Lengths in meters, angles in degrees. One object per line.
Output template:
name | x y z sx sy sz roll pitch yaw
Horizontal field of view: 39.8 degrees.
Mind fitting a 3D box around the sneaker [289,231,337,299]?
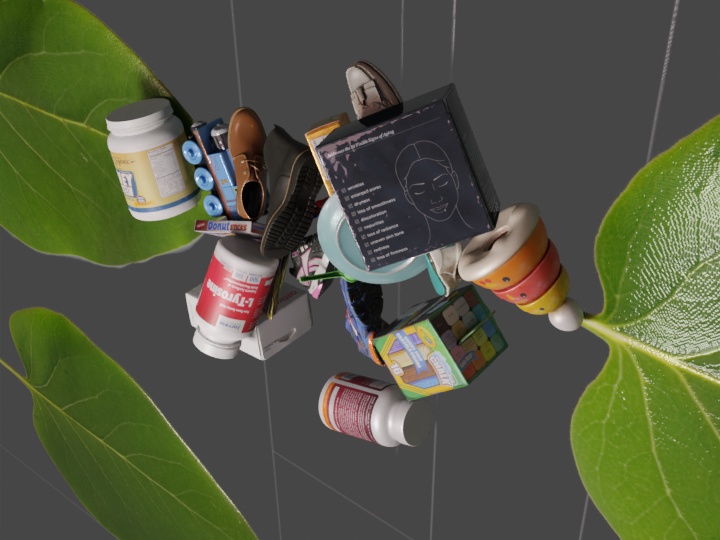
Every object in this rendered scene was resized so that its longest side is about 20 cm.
sneaker | -0.081 -0.031 1.738 0.086 0.080 0.200 32 137 7

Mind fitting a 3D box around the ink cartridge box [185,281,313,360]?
ink cartridge box | -0.211 0.074 1.909 0.200 0.145 0.084 21 130 35

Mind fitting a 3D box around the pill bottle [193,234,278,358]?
pill bottle | -0.225 0.049 1.747 0.112 0.112 0.200 32 113 26

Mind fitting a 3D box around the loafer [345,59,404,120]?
loafer | 0.034 -0.223 1.501 0.072 0.063 0.200 -26 98 52

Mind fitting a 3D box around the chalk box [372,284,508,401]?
chalk box | 0.141 0.112 1.591 0.200 0.125 0.124 -23 100 52

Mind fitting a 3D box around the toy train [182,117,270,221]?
toy train | -0.242 -0.180 1.807 0.114 0.087 0.200 -5 113 38

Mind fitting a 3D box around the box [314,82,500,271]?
box | 0.071 -0.133 1.421 0.200 0.124 0.197 -18 108 18

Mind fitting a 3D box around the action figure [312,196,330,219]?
action figure | -0.117 -0.089 1.766 0.065 0.052 0.200 60 146 13

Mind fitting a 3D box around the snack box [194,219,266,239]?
snack box | -0.221 -0.073 1.794 0.200 0.072 0.024 5 85 52

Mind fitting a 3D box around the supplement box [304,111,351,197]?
supplement box | -0.020 -0.147 1.595 0.069 0.067 0.200 -15 108 15

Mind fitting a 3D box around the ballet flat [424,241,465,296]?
ballet flat | 0.137 -0.008 1.532 0.069 0.069 0.200 41 174 16

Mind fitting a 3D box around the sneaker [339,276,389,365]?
sneaker | -0.001 0.078 1.756 0.078 0.075 0.200 6 120 47

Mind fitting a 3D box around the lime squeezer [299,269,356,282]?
lime squeezer | 0.000 0.000 1.678 0.200 0.071 0.038 -12 99 10

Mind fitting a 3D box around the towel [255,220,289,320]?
towel | -0.191 -0.012 1.832 0.200 0.023 0.144 40 123 49

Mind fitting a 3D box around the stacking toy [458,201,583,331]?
stacking toy | 0.252 0.014 1.427 0.200 0.146 0.146 44 144 -14

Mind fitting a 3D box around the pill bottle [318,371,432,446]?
pill bottle | 0.029 0.258 1.824 0.200 0.113 0.113 10 124 42

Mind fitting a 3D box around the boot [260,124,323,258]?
boot | -0.137 -0.135 1.691 0.138 0.077 0.200 44 113 42

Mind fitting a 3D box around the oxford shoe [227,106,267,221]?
oxford shoe | -0.188 -0.182 1.723 0.071 0.071 0.200 -142 46 -75

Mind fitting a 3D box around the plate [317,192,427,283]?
plate | 0.030 -0.055 1.574 0.200 0.026 0.200 3 124 4

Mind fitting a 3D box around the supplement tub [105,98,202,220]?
supplement tub | -0.392 -0.210 1.884 0.145 0.145 0.200 12 125 41
